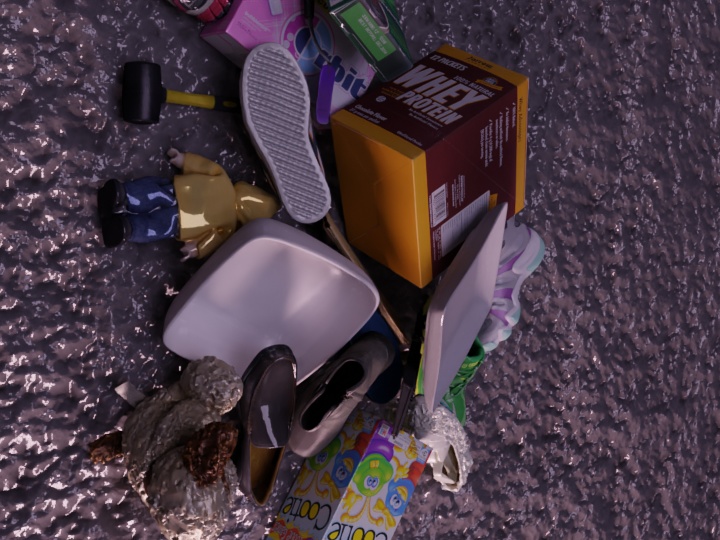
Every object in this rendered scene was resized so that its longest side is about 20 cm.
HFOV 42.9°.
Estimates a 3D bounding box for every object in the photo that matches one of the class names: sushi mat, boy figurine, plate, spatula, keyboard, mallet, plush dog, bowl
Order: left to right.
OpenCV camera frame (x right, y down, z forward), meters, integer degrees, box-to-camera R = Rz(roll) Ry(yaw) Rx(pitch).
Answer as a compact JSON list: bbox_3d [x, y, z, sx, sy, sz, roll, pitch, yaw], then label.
[{"bbox_3d":[-0.188,0.211,0.962,0.160,0.172,0.201,-7,116,-27],"label":"plush dog"},{"bbox_3d":[-0.182,-0.074,1.004,0.200,0.064,0.125,-10,83,-38],"label":"boy figurine"},{"bbox_3d":[-0.173,-0.178,1.017,0.200,0.041,0.066,9,90,-41],"label":"mallet"},{"bbox_3d":[-0.102,0.033,1.033,0.200,0.075,0.200,30,118,-35],"label":"bowl"},{"bbox_3d":[-0.049,-0.263,1.010,0.057,0.020,0.201,-31,114,-74],"label":"spatula"},{"bbox_3d":[0.000,0.000,1.136,0.012,0.096,0.200,-31,118,5],"label":"sushi mat"},{"bbox_3d":[0.066,0.121,1.149,0.021,0.200,0.127,12,104,4],"label":"keyboard"},{"bbox_3d":[0.121,0.041,1.109,0.200,0.032,0.200,-55,156,-37],"label":"plate"}]

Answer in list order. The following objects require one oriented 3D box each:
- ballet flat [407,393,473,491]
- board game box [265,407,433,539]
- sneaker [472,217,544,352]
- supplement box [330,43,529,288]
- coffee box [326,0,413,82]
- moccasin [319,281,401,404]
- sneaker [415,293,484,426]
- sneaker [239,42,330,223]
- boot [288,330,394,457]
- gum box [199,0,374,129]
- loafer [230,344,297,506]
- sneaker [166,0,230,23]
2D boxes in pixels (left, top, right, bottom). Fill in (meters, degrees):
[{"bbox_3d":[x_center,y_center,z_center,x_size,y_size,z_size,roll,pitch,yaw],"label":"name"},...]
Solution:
[{"bbox_3d":[0.109,0.239,1.225,0.072,0.072,0.200,-52,141,-19],"label":"ballet flat"},{"bbox_3d":[-0.015,0.283,1.152,0.103,0.105,0.200,35,75,-34],"label":"board game box"},{"bbox_3d":[0.169,0.001,1.274,0.140,0.078,0.200,39,64,-32],"label":"sneaker"},{"bbox_3d":[0.089,-0.130,1.114,0.200,0.133,0.198,-37,140,-27],"label":"supplement box"},{"bbox_3d":[-0.003,-0.321,1.026,0.123,0.044,0.200,43,27,-47],"label":"coffee box"},{"bbox_3d":[-0.007,0.074,1.153,0.080,0.068,0.200,-30,110,-28],"label":"moccasin"},{"bbox_3d":[0.123,0.130,1.246,0.074,0.083,0.201,-11,104,-35],"label":"sneaker"},{"bbox_3d":[-0.088,-0.154,1.023,0.078,0.079,0.200,-16,108,-8],"label":"sneaker"},{"bbox_3d":[-0.045,0.156,1.064,0.200,0.068,0.131,-54,171,22],"label":"boot"},{"bbox_3d":[-0.077,-0.265,1.053,0.200,0.066,0.114,34,77,-34],"label":"gum box"},{"bbox_3d":[-0.104,0.178,1.050,0.073,0.072,0.200,-5,122,-29],"label":"loafer"},{"bbox_3d":[-0.154,-0.371,0.974,0.075,0.081,0.201,19,85,-35],"label":"sneaker"}]
